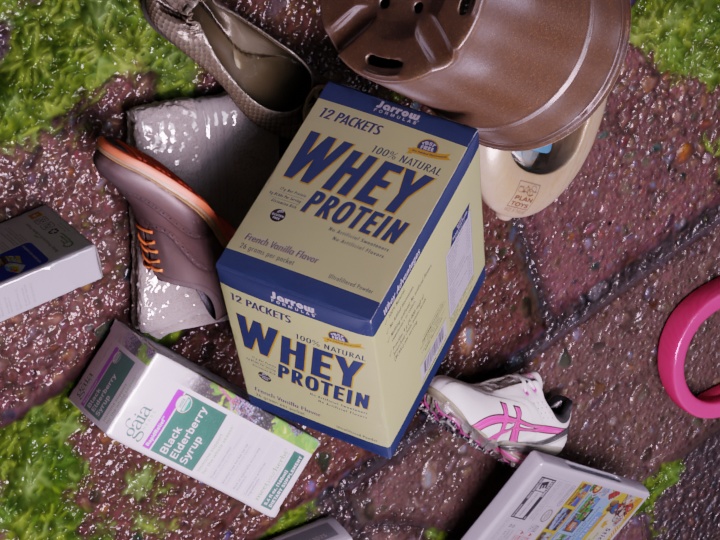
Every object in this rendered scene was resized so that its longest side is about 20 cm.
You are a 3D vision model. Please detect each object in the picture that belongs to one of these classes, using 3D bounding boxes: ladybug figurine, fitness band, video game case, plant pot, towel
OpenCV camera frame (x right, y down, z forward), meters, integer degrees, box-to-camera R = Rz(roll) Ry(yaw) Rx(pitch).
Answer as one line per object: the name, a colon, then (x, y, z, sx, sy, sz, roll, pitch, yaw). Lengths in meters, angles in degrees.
ladybug figurine: (0.148, -0.143, 1.669, 0.135, 0.072, 0.202, 12, 102, -36)
fitness band: (0.388, 0.070, 1.947, 0.199, 0.037, 0.145, -25, 122, -25)
video game case: (0.167, 0.270, 1.849, 0.181, 0.023, 0.201, 20, 113, -44)
plant pot: (0.082, -0.207, 1.480, 0.198, 0.199, 0.202, 9, 106, -57)
towel: (-0.128, -0.047, 1.548, 0.131, 0.034, 0.202, -14, 117, -30)

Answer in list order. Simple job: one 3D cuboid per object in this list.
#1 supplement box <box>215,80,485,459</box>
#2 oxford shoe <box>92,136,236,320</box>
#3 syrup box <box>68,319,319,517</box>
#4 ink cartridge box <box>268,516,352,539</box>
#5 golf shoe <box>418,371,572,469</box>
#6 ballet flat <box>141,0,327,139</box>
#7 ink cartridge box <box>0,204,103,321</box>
supplement box: (0.000, 0.000, 1.508, 0.201, 0.133, 0.201, -60, 159, -30)
oxford shoe: (-0.147, -0.029, 1.480, 0.073, 0.071, 0.200, -48, 128, -2)
syrup box: (-0.138, 0.125, 1.586, 0.199, 0.081, 0.079, 33, 89, -40)
ink cartridge box: (-0.082, 0.339, 1.747, 0.161, 0.050, 0.202, -18, 127, -28)
golf shoe: (0.127, 0.127, 1.776, 0.199, 0.072, 0.093, 30, 87, -48)
ballet flat: (-0.087, -0.167, 1.495, 0.200, 0.046, 0.068, 38, 66, -29)
ink cartridge box: (-0.301, 0.013, 1.418, 0.198, 0.095, 0.037, -22, 122, -24)
